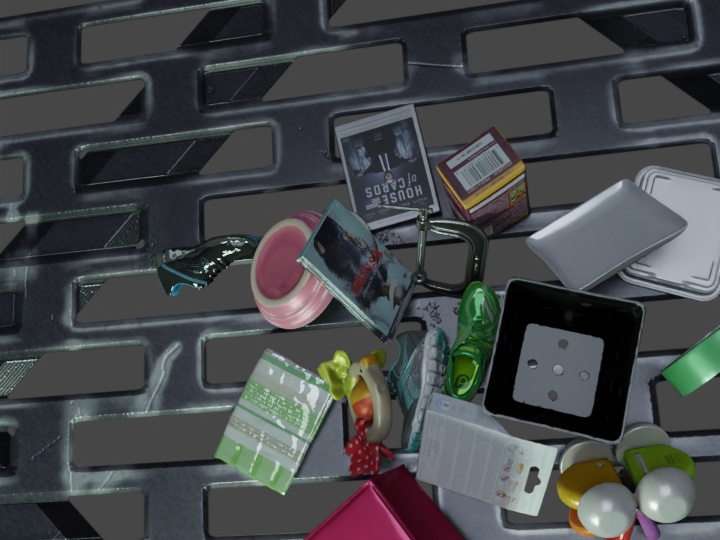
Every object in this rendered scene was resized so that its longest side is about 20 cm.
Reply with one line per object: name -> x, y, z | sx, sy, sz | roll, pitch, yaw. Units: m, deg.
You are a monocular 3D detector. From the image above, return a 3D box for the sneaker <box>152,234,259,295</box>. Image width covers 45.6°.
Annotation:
sneaker -> -0.262, -0.012, 1.493 | 0.198, 0.073, 0.083 | -14, 87, 16

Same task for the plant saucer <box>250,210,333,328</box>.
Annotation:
plant saucer -> -0.114, -0.007, 1.418 | 0.199, 0.051, 0.203 | -18, 62, 37

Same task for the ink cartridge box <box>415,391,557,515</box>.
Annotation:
ink cartridge box -> 0.188, 0.279, 1.299 | 0.198, 0.162, 0.047 | 14, 39, 12

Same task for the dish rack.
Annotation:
dish rack -> 0.508, -0.065, 1.360 | 0.170, 0.044, 0.202 | 15, 82, 13

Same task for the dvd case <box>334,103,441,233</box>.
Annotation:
dvd case -> 0.045, -0.174, 1.483 | 0.148, 0.025, 0.202 | -15, 76, 8

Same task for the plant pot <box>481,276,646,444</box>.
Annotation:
plant pot -> 0.302, 0.140, 1.288 | 0.197, 0.177, 0.202 | 11, 81, 14

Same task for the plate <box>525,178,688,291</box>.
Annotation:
plate -> 0.378, -0.050, 1.334 | 0.198, 0.200, 0.032 | -32, 118, 3

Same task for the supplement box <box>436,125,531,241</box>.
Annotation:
supplement box -> 0.197, -0.126, 1.349 | 0.110, 0.200, 0.086 | -33, 69, 2

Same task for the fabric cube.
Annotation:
fabric cube -> 0.035, 0.433, 1.258 | 0.196, 0.200, 0.200 | -43, 74, 10

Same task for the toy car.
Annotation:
toy car -> 0.394, 0.330, 1.256 | 0.198, 0.175, 0.152 | -17, 110, 7

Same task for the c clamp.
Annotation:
c clamp -> 0.120, -0.031, 1.363 | 0.169, 0.201, 0.027 | 5, 47, 12

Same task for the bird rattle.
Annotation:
bird rattle -> 0.004, 0.214, 1.334 | 0.111, 0.163, 0.202 | -1, 67, -16

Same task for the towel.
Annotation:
towel -> -0.141, 0.251, 1.433 | 0.148, 0.031, 0.202 | 25, 86, 17

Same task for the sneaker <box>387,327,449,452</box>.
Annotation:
sneaker -> 0.083, 0.189, 1.386 | 0.090, 0.077, 0.203 | 5, 76, 28

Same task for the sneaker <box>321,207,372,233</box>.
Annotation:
sneaker -> -0.018, -0.021, 1.419 | 0.077, 0.086, 0.201 | -38, 71, 30

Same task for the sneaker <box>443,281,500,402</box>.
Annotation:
sneaker -> 0.181, 0.118, 1.359 | 0.073, 0.084, 0.203 | 11, 86, 4

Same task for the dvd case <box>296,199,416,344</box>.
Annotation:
dvd case -> 0.000, 0.000, 1.365 | 0.200, 0.022, 0.147 | 45, 45, -17

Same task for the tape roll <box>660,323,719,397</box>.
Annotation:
tape roll -> 0.529, 0.103, 1.239 | 0.200, 0.200, 0.048 | -39, 73, 1
